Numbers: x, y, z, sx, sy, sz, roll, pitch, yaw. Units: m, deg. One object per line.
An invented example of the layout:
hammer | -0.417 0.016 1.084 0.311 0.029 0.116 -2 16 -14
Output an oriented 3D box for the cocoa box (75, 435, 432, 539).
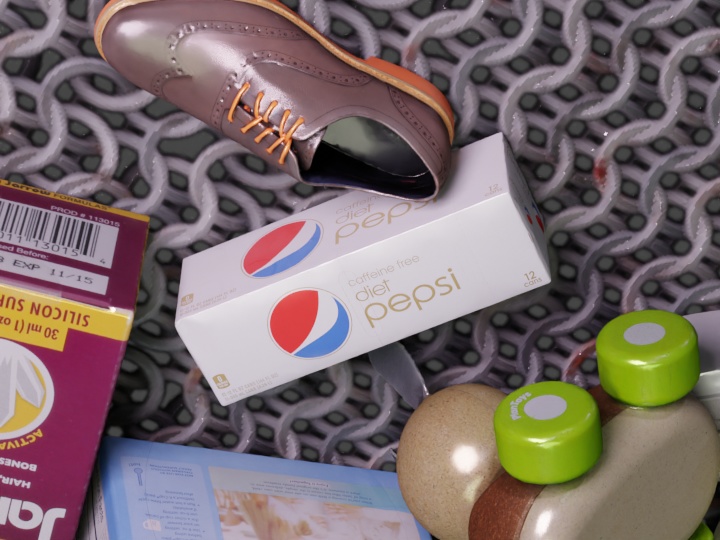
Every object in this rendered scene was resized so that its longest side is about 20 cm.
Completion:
cocoa box | -0.065 0.195 1.114 0.198 0.134 0.132 9 121 -20

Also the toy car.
toy car | 0.084 0.103 1.074 0.157 0.199 0.166 -31 125 -33

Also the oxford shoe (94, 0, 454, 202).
oxford shoe | -0.042 -0.090 0.991 0.198 0.073 0.072 17 121 -10

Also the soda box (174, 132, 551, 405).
soda box | 0.000 0.000 1.049 0.199 0.068 0.064 -22 120 13

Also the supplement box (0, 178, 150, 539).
supplement box | -0.203 0.060 1.068 0.130 0.104 0.201 13 122 -8

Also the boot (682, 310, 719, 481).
boot | 0.260 0.067 1.097 0.198 0.074 0.096 -6 128 14

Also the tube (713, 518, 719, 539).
tube | 0.236 0.156 1.119 0.058 0.052 0.200 35 163 18
